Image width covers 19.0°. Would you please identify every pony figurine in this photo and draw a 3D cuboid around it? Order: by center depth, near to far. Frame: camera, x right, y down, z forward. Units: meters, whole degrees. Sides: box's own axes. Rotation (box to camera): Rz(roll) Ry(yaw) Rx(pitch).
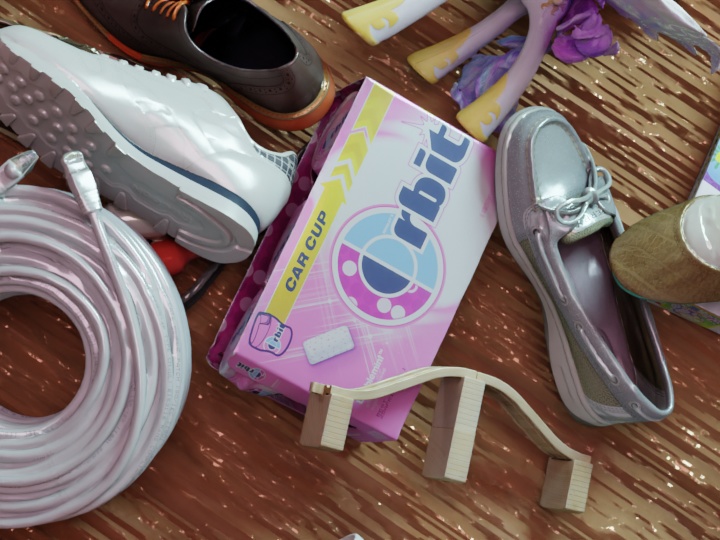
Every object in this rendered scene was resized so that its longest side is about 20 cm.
[{"bbox_3d":[0.115,-0.179,1.320,0.193,0.167,0.200,40,104,-23],"label":"pony figurine"}]

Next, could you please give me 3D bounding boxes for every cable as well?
[{"bbox_3d":[-0.200,0.049,1.265,0.200,0.069,0.200,-30,90,6],"label":"cable"},{"bbox_3d":[-0.078,-0.032,1.323,0.200,0.050,0.097,-14,80,-7],"label":"cable"}]

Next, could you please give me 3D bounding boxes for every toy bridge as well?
[{"bbox_3d":[0.054,0.091,1.267,0.200,0.027,0.067,18,80,-30],"label":"toy bridge"}]

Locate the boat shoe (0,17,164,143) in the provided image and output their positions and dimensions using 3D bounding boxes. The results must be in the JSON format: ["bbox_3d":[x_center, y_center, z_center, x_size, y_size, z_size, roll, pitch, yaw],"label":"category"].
[{"bbox_3d":[-0.201,-0.115,1.320,0.202,0.075,0.075,12,76,-2],"label":"boat shoe"}]

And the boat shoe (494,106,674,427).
[{"bbox_3d":[0.138,-0.003,1.297,0.074,0.065,0.202,-19,97,-38],"label":"boat shoe"}]

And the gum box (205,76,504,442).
[{"bbox_3d":[0.000,0.000,1.300,0.113,0.066,0.200,29,76,-15],"label":"gum box"}]

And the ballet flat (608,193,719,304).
[{"bbox_3d":[0.247,-0.020,1.270,0.200,0.072,0.068,0,65,-18],"label":"ballet flat"}]

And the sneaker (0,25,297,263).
[{"bbox_3d":[-0.133,-0.088,1.281,0.200,0.076,0.081,36,60,-9],"label":"sneaker"}]

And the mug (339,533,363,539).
[{"bbox_3d":[0.014,0.250,1.231,0.175,0.148,0.200,50,48,-1],"label":"mug"}]

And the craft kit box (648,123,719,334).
[{"bbox_3d":[0.307,-0.031,1.358,0.200,0.049,0.198,24,79,1],"label":"craft kit box"}]

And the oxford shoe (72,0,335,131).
[{"bbox_3d":[-0.104,-0.160,1.325,0.200,0.073,0.071,28,75,20],"label":"oxford shoe"}]
